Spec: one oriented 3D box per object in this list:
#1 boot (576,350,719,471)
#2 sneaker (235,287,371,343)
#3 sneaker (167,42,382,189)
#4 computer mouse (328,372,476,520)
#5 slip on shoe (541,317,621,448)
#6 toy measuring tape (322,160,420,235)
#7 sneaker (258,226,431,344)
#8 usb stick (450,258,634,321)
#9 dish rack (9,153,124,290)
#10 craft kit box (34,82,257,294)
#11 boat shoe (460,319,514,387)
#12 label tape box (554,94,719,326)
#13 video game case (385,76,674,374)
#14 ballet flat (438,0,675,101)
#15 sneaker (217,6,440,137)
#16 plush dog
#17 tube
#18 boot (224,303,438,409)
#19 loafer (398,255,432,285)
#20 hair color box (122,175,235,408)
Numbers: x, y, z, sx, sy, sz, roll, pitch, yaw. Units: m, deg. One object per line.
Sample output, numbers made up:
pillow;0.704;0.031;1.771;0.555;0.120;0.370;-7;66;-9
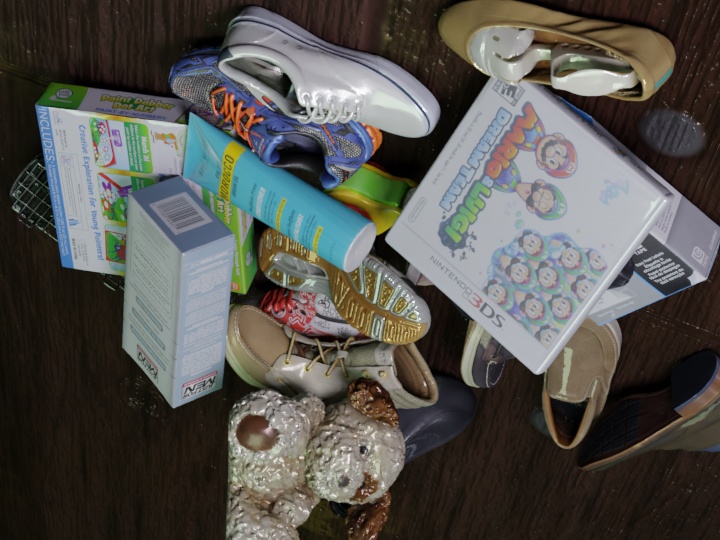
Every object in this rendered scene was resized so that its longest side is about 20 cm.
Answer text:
boot;0.304;0.160;1.770;0.097;0.075;0.200;33;133;-21
sneaker;-0.057;0.026;1.849;0.201;0.067;0.108;5;141;23
sneaker;-0.081;-0.137;1.625;0.199;0.079;0.075;22;144;5
computer mouse;0.031;0.164;1.877;0.138;0.200;0.053;36;154;49
slip on shoe;0.207;0.100;1.778;0.076;0.061;0.200;18;146;12
toy measuring tape;0.016;-0.077;1.648;0.073;0.074;0.200;34;150;-14
sneaker;0.000;0.000;1.730;0.200;0.088;0.076;31;119;30
usb stick;0.153;0.007;1.600;0.200;0.033;0.055;-16;122;49
dish rack;-0.262;-0.052;1.889;0.200;0.055;0.153;36;144;-12
craft kit box;-0.203;-0.078;1.763;0.197;0.049;0.201;11;131;14
boat shoe;0.141;0.053;1.752;0.065;0.072;0.200;22;141;13
label tape box;0.190;-0.049;1.580;0.200;0.066;0.143;36;146;-19
video game case;0.136;-0.043;1.526;0.182;0.024;0.200;42;119;15
ballet flat;0.146;-0.172;1.440;0.199;0.063;0.069;9;136;23
sneaker;-0.031;-0.154;1.575;0.199;0.071;0.073;23;147;4
plush dog;-0.042;0.179;1.765;0.171;0.161;0.201;2;117;-3
tube;-0.079;-0.068;1.654;0.200;0.050;0.078;31;130;20
boot;-0.032;0.085;1.798;0.154;0.072;0.200;-13;138;37
loafer;0.085;-0.033;1.673;0.063;0.072;0.200;11;160;-9
hair color box;-0.175;0.022;1.739;0.099;0.060;0.201;46;143;34
